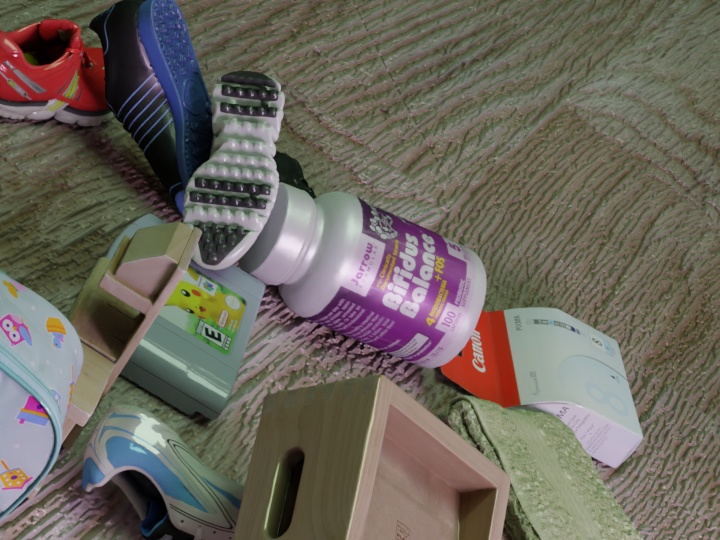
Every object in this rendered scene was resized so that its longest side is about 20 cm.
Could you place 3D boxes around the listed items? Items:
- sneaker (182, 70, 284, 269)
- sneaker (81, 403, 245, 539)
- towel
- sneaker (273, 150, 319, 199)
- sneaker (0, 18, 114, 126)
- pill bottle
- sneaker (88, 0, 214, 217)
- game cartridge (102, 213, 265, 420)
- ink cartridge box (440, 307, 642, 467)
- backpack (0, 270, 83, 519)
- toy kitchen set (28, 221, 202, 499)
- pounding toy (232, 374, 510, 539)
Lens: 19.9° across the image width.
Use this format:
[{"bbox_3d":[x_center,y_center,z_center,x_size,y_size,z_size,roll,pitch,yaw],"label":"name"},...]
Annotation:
[{"bbox_3d":[-0.104,-0.072,1.705,0.074,0.081,0.201,12,50,0],"label":"sneaker"},{"bbox_3d":[-0.106,0.169,1.403,0.199,0.072,0.073,36,66,-20],"label":"sneaker"},{"bbox_3d":[0.162,0.187,1.723,0.147,0.037,0.201,14,33,-40],"label":"towel"},{"bbox_3d":[-0.063,-0.063,1.839,0.198,0.060,0.105,24,32,-17],"label":"sneaker"},{"bbox_3d":[-0.255,-0.176,1.760,0.077,0.085,0.199,45,27,18],"label":"sneaker"},{"bbox_3d":[0.000,0.000,1.749,0.199,0.113,0.113,23,28,-25],"label":"pill bottle"},{"bbox_3d":[-0.174,-0.135,1.759,0.070,0.077,0.202,-29,108,-57],"label":"sneaker"},{"bbox_3d":[-0.149,0.029,1.607,0.132,0.041,0.200,28,26,-8],"label":"game cartridge"},{"bbox_3d":[0.160,0.080,1.887,0.199,0.047,0.161,29,27,-19],"label":"ink cartridge box"},{"bbox_3d":[-0.271,0.071,1.223,0.199,0.176,0.154,31,30,-26],"label":"backpack"},{"bbox_3d":[-0.228,0.005,1.385,0.180,0.164,0.200,33,23,-8],"label":"toy kitchen set"},{"bbox_3d":[-0.022,0.193,1.340,0.184,0.141,0.202,40,51,-39],"label":"pounding toy"}]
